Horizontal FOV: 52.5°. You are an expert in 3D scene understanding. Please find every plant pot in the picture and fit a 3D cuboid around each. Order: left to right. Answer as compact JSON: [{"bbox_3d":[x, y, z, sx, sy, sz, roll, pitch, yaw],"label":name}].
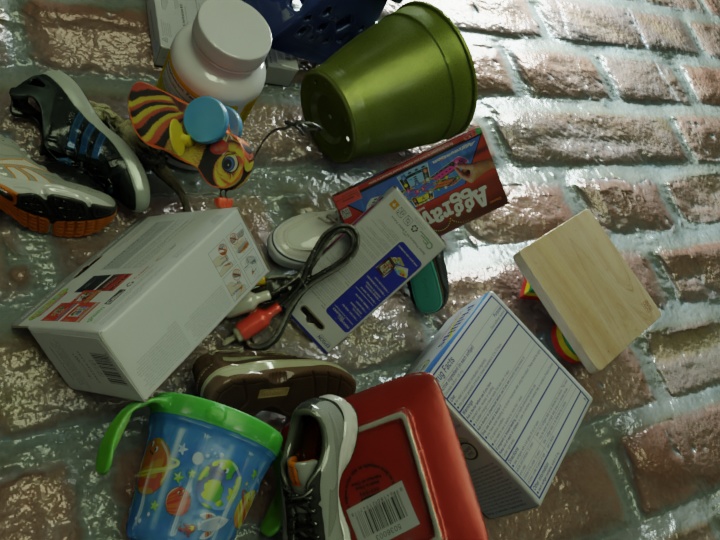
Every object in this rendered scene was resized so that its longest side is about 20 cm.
[{"bbox_3d":[-0.055,-0.426,1.006,0.199,0.178,0.202,-14,79,-63],"label":"plant pot"},{"bbox_3d":[0.025,-0.246,1.019,0.192,0.200,0.202,-28,80,-26],"label":"plant pot"}]

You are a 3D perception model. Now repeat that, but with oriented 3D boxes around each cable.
[{"bbox_3d":[-0.080,0.022,0.832,0.198,0.050,0.098,-27,87,0],"label":"cable"}]

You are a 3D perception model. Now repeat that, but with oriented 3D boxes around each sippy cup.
[{"bbox_3d":[-0.155,0.202,0.695,0.175,0.140,0.132,16,66,2],"label":"sippy cup"}]

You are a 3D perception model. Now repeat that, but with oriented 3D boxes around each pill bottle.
[{"bbox_3d":[-0.178,-0.216,0.857,0.111,0.200,0.114,14,57,-24],"label":"pill bottle"}]

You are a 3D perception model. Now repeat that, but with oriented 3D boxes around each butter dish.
[{"bbox_3d":[0.038,0.234,0.779,0.148,0.198,0.202,28,42,-61],"label":"butter dish"}]

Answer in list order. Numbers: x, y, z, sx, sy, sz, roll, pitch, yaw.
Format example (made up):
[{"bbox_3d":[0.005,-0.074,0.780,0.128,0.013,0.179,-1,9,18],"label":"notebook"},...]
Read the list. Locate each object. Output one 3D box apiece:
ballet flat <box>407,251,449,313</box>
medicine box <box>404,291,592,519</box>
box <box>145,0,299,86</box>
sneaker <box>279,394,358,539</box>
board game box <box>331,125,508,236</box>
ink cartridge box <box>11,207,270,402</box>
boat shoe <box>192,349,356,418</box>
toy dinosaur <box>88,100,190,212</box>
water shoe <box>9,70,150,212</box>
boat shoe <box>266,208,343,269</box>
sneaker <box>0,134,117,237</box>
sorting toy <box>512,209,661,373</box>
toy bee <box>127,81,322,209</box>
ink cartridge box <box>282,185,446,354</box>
[{"bbox_3d":[0.078,-0.044,0.964,0.073,0.072,0.203,-28,113,-38],"label":"ballet flat"},{"bbox_3d":[0.163,0.166,0.915,0.200,0.103,0.182,46,51,-1],"label":"medicine box"},{"bbox_3d":[-0.194,-0.344,1.021,0.198,0.041,0.158,1,63,-32],"label":"box"},{"bbox_3d":[-0.051,0.220,0.699,0.079,0.073,0.203,25,65,-63],"label":"sneaker"},{"bbox_3d":[0.074,-0.087,0.899,0.198,0.019,0.104,-26,107,1],"label":"board game box"},{"bbox_3d":[-0.224,0.027,0.751,0.200,0.174,0.085,-50,126,-38],"label":"ink cartridge box"},{"bbox_3d":[-0.093,0.116,0.808,0.201,0.075,0.075,14,18,-44],"label":"boat shoe"},{"bbox_3d":[-0.247,-0.140,0.846,0.047,0.088,0.201,-37,86,-29],"label":"toy dinosaur"},{"bbox_3d":[-0.316,-0.132,0.818,0.079,0.072,0.200,-34,77,-35],"label":"water shoe"},{"bbox_3d":[-0.026,-0.055,0.943,0.198,0.070,0.072,-10,70,-35],"label":"boat shoe"},{"bbox_3d":[-0.356,-0.100,0.770,0.198,0.076,0.093,12,55,-27],"label":"sneaker"},{"bbox_3d":[0.331,0.035,1.110,0.198,0.070,0.201,-27,81,-38],"label":"sorting toy"},{"bbox_3d":[-0.157,-0.124,0.764,0.130,0.198,0.110,9,97,-62],"label":"toy bee"},{"bbox_3d":[0.000,0.000,0.884,0.200,0.037,0.095,-43,103,4],"label":"ink cartridge box"}]
